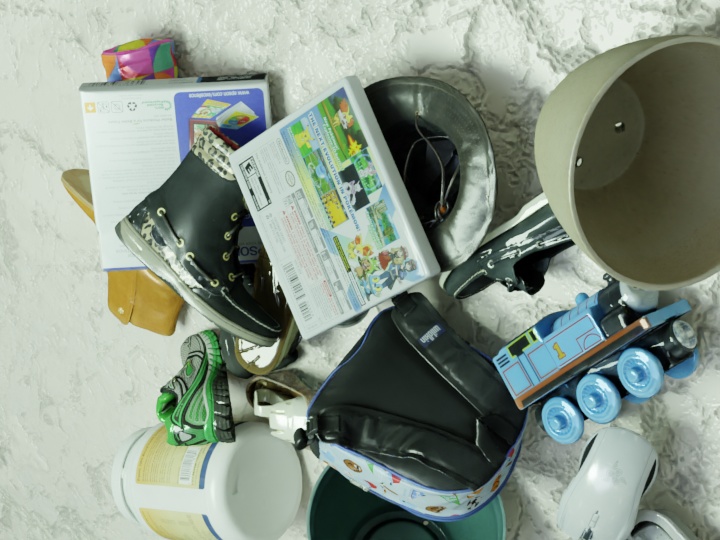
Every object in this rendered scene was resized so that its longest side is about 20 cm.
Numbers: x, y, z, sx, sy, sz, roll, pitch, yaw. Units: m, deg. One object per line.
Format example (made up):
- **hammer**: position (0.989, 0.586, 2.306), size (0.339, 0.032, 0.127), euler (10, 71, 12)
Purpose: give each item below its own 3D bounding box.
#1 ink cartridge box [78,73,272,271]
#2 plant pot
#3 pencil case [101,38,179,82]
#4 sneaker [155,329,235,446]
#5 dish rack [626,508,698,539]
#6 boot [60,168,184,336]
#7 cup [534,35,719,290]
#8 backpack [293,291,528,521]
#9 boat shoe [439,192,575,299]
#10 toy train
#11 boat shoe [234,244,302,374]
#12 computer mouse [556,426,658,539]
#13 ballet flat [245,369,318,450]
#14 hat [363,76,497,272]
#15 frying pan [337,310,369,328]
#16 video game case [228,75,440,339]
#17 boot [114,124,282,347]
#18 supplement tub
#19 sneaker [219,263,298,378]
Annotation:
- **ink cartridge box**: position (-0.187, -0.103, 1.586), size (0.197, 0.047, 0.200), euler (-3, 114, 0)
- **plant pot**: position (0.044, 0.283, 1.555), size (0.200, 0.200, 0.134), euler (42, 158, 19)
- **pencil case**: position (-0.224, -0.154, 1.643), size (0.088, 0.088, 0.200), euler (4, 111, 41)
- **sneaker**: position (-0.191, 0.129, 1.698), size (0.200, 0.085, 0.078), euler (-109, 13, -65)
- **dish rack**: position (0.289, 0.324, 1.442), size (0.172, 0.044, 0.200), euler (48, 134, 12)
- **boot**: position (-0.287, -0.017, 1.771), size (0.201, 0.071, 0.144), euler (34, 126, 19)
- **cup**: position (0.221, -0.099, 1.218), size (0.143, 0.200, 0.201), euler (-144, 43, -62)
- **backpack**: position (0.063, 0.151, 1.465), size (0.190, 0.200, 0.154), euler (27, 157, 23)
- **boat shoe**: position (0.152, -0.012, 1.381), size (0.199, 0.074, 0.066), euler (-37, 72, 36)
- **toy train**: position (0.215, 0.077, 1.362), size (0.200, 0.087, 0.114), euler (-41, 75, 45)
- **boat shoe**: position (-0.074, 0.013, 1.590), size (0.073, 0.065, 0.200), euler (30, 104, 14)
- **computer mouse**: position (0.214, 0.229, 1.389), size (0.110, 0.044, 0.200), euler (23, 125, 13)
- **ballet flat**: position (-0.074, 0.155, 1.611), size (0.200, 0.067, 0.068), euler (-161, 74, -65)
- **hat**: position (0.067, -0.092, 1.407), size (0.200, 0.081, 0.201), euler (9, 104, 41)
- **frying pan**: position (-0.012, -0.013, 1.483), size (0.115, 0.031, 0.190), euler (51, 134, 0)
- **video game case**: position (-0.029, -0.056, 1.424), size (0.182, 0.022, 0.200), euler (-28, 81, 42)
- **boot**: position (-0.131, -0.034, 1.532), size (0.204, 0.073, 0.154), euler (39, 98, 1)
- **supplement tub**: position (-0.182, 0.246, 1.753), size (0.200, 0.144, 0.145), euler (-2, 108, 42)
- **sneaker**: position (-0.124, 0.022, 1.659), size (0.079, 0.075, 0.200), euler (-6, 112, 28)
